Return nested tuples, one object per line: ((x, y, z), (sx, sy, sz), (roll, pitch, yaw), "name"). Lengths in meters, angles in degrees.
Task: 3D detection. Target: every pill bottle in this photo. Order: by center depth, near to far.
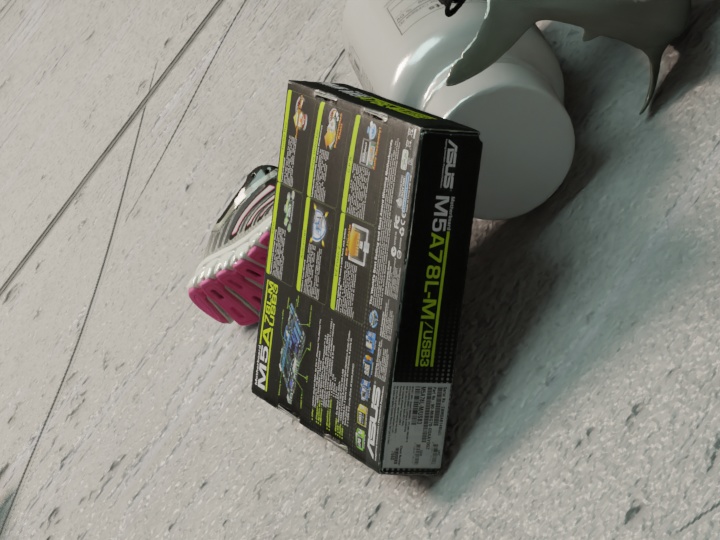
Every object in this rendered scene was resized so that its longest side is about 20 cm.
((0.062, -0.116, 1.578), (0.114, 0.114, 0.200), (-45, 29, 13), "pill bottle")

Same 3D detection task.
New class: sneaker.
((-0.039, -0.037, 1.684), (0.200, 0.074, 0.088), (-30, 40, 45), "sneaker")

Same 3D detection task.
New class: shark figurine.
((0.148, -0.134, 1.487), (0.127, 0.214, 0.090), (12, 106, 30), "shark figurine")

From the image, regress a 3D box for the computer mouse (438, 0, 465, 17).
((0.114, -0.225, 1.531), (0.046, 0.200, 0.141), (40, 119, 24), "computer mouse")

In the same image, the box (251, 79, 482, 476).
((0.000, 0.000, 1.513), (0.193, 0.047, 0.201), (-154, 69, -65), "box")
